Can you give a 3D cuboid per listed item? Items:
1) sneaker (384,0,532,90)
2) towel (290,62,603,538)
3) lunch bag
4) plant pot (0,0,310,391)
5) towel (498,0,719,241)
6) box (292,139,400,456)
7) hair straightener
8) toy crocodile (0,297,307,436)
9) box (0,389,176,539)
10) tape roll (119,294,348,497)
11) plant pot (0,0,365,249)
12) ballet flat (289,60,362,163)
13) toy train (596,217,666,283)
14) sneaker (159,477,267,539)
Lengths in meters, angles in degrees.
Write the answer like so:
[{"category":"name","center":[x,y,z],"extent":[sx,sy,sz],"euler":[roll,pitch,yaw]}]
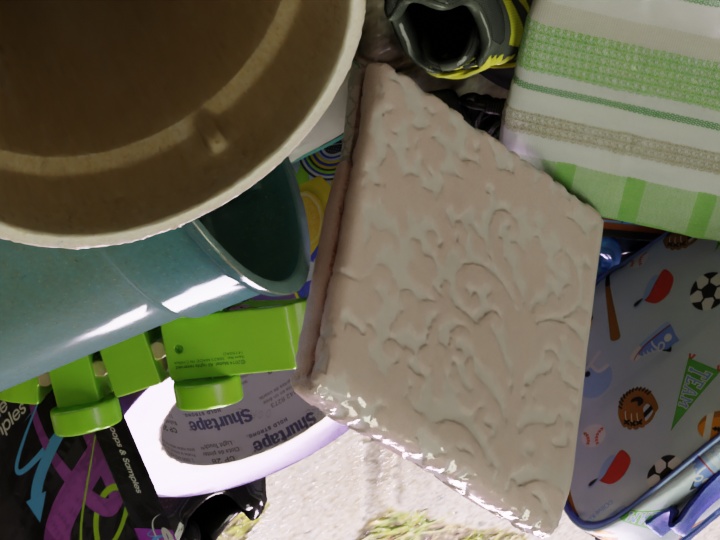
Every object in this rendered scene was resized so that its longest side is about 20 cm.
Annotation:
[{"category":"sneaker","center":[0.051,-0.132,1.397],"extent":[0.074,0.085,0.200],"euler":[-8,154,25]},{"category":"towel","center":[0.048,0.017,1.364],"extent":[0.032,0.192,0.200],"euler":[-14,146,40]},{"category":"lunch bag","center":[0.182,0.067,1.485],"extent":[0.200,0.160,0.076],"euler":[-41,135,12]},{"category":"plant pot","center":[-0.159,-0.037,1.292],"extent":[0.196,0.201,0.200],"euler":[-27,153,16]},{"category":"towel","center":[0.154,-0.097,1.394],"extent":[0.149,0.031,0.200],"euler":[14,142,0]},{"category":"box","center":[0.000,0.000,1.463],"extent":[0.070,0.200,0.064],"euler":[-34,151,12]},{"category":"hair straightener","center":[0.062,-0.080,1.486],"extent":[0.077,0.041,0.200],"euler":[6,-179,19]},{"category":"toy crocodile","center":[-0.117,0.045,1.454],"extent":[0.199,0.068,0.062],"euler":[-11,-172,19]},{"category":"box","center":[-0.185,0.134,1.526],"extent":[0.036,0.200,0.143],"euler":[12,132,-46]},{"category":"tape roll","center":[-0.076,0.047,1.600],"extent":[0.199,0.085,0.200],"euler":[-21,151,-12]},{"category":"plant pot","center":[-0.124,-0.145,1.105],"extent":[0.200,0.184,0.201],"euler":[-16,136,-16]},{"category":"ballet flat","center":[-0.087,-0.063,1.441],"extent":[0.200,0.070,0.069],"euler":[-34,152,3]},{"category":"toy train","center":[0.179,-0.043,1.558],"extent":[0.199,0.087,0.114],"euler":[5,133,-35]},{"category":"sneaker","center":[-0.147,0.158,1.706],"extent":[0.200,0.098,0.071],"euler":[-24,154,2]}]
